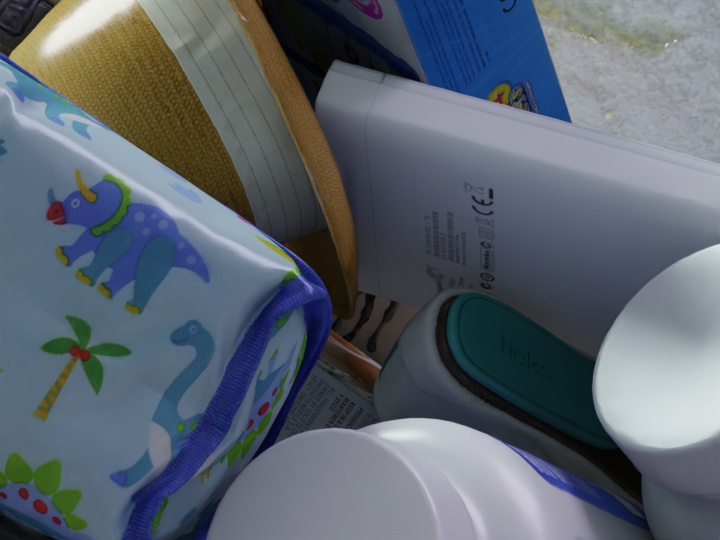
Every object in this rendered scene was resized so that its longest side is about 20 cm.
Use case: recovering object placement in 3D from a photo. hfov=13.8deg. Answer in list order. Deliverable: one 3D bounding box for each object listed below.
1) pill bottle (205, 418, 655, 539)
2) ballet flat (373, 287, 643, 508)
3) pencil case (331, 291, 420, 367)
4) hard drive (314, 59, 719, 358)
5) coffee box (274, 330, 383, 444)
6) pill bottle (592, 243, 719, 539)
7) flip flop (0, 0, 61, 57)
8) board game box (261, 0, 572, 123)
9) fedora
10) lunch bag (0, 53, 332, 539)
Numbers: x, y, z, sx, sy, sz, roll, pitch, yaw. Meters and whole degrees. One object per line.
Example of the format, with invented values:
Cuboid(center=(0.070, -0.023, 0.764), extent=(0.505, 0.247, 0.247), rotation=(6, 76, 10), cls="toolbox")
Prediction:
Cuboid(center=(0.031, 0.110, 0.963), extent=(0.112, 0.112, 0.200), rotation=(38, 6, 31), cls="pill bottle")
Cuboid(center=(0.089, 0.073, 1.094), extent=(0.200, 0.070, 0.069), rotation=(31, 6, -21), cls="ballet flat")
Cuboid(center=(0.000, 0.000, 1.242), extent=(0.200, 0.090, 0.078), rotation=(30, 31, 5), cls="pencil case")
Cuboid(center=(0.084, -0.007, 1.057), extent=(0.199, 0.027, 0.132), rotation=(17, -27, 12), cls="hard drive")
Cuboid(center=(0.020, 0.100, 1.164), extent=(0.200, 0.080, 0.114), rotation=(36, 6, -2), cls="coffee box")
Cuboid(center=(0.164, 0.082, 1.003), extent=(0.200, 0.113, 0.113), rotation=(46, -2, -36), cls="pill bottle")
Cuboid(center=(-0.135, -0.084, 1.176), extent=(0.200, 0.081, 0.058), rotation=(38, -40, -11), cls="flip flop")
Cuboid(center=(-0.021, -0.115, 1.107), extent=(0.196, 0.056, 0.200), rotation=(34, -17, 32), cls="board game box")
Cuboid(center=(-0.075, -0.051, 1.061), extent=(0.201, 0.082, 0.201), rotation=(58, -13, 21), cls="fedora")
Cuboid(center=(-0.103, 0.013, 0.958), extent=(0.170, 0.128, 0.200), rotation=(34, -10, 5), cls="lunch bag")
